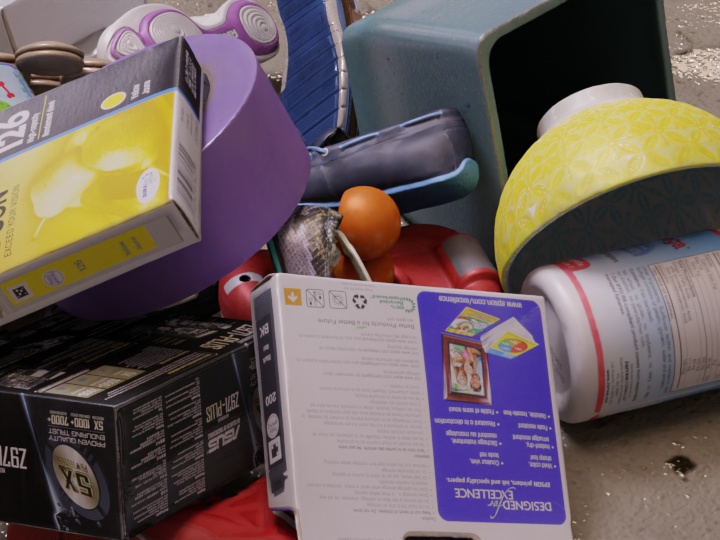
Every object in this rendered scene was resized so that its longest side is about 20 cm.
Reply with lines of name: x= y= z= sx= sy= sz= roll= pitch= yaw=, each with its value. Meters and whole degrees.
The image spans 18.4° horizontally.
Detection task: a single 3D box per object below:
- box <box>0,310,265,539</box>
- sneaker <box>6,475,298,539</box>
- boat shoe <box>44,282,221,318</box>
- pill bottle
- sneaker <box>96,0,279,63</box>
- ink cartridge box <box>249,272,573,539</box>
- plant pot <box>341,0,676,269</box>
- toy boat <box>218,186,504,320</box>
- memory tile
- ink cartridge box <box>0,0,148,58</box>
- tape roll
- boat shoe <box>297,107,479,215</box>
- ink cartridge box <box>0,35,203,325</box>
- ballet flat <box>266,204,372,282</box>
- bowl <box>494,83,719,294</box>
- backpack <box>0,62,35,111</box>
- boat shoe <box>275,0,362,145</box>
box: x=-0.162 y=0.089 z=1.387 sx=0.164 sy=0.086 sz=0.200 roll=5 pitch=15 yaw=27
sneaker: x=-0.111 y=0.172 z=1.382 sx=0.200 sy=0.078 sz=0.116 roll=12 pitch=23 yaw=15
boat shoe: x=-0.145 y=0.013 z=1.581 sx=0.076 sy=0.060 sz=0.200 roll=21 pitch=42 yaw=29
pill bottle: x=0.217 y=0.031 z=1.511 sx=0.200 sy=0.109 sz=0.109 roll=-12 pitch=38 yaw=-16
sneaker: x=-0.149 y=-0.165 z=1.775 sx=0.200 sy=0.100 sz=0.075 roll=-14 pitch=77 yaw=-55
ink cartridge box: x=0.034 y=0.106 z=1.387 sx=0.198 sy=0.043 sz=0.200 roll=6 pitch=65 yaw=-26
plant pot: x=0.099 y=-0.138 z=1.681 sx=0.196 sy=0.196 sz=0.200 roll=-31 pitch=33 yaw=-34
toy boat: x=0.000 y=0.000 z=1.538 sx=0.200 sy=0.131 sz=0.131 roll=-12 pitch=38 yaw=-14
memory tile: x=-0.226 y=-0.134 z=1.681 sx=0.153 sy=0.017 sz=0.200 roll=-9 pitch=-15 yaw=32
ink cartridge box: x=-0.291 y=-0.209 z=1.817 sx=0.200 sy=0.083 sz=0.146 roll=7 pitch=33 yaw=42
tape roll: x=-0.139 y=-0.064 z=1.469 sx=0.200 sy=0.085 sz=0.200 roll=-20 pitch=32 yaw=13
boat shoe: x=-0.010 y=-0.070 z=1.596 sx=0.200 sy=0.084 sz=0.069 roll=-9 pitch=73 yaw=15
ink cartridge box: x=-0.192 y=-0.048 z=1.368 sx=0.200 sy=0.047 sz=0.198 roll=-21 pitch=35 yaw=11
ballet flat: x=-0.015 y=0.051 z=1.445 sx=0.072 sy=0.072 sz=0.200 roll=-9 pitch=81 yaw=-11
bowl: x=0.177 y=-0.064 z=1.545 sx=0.200 sy=0.200 sz=0.108 roll=-12 pitch=63 yaw=-14
backpack: x=-0.301 y=-0.042 z=1.568 sx=0.200 sy=0.183 sz=0.147 roll=-23 pitch=65 yaw=-32
boat shoe: x=-0.018 y=-0.169 z=1.801 sx=0.072 sy=0.072 sz=0.200 roll=-29 pitch=52 yaw=35
